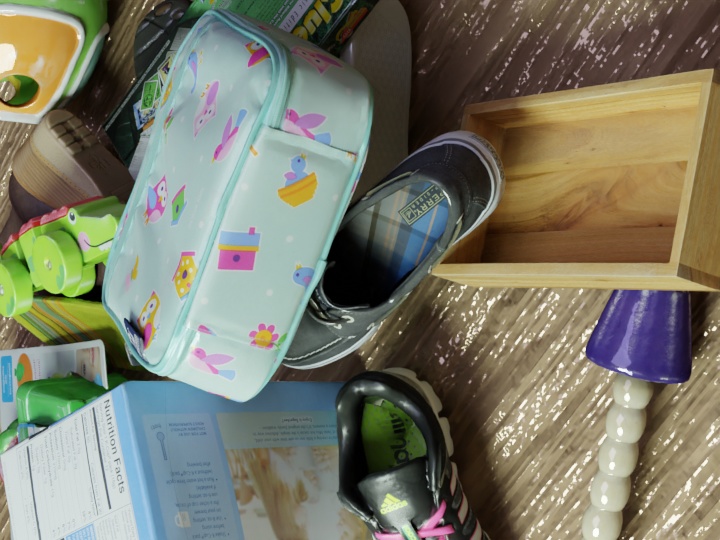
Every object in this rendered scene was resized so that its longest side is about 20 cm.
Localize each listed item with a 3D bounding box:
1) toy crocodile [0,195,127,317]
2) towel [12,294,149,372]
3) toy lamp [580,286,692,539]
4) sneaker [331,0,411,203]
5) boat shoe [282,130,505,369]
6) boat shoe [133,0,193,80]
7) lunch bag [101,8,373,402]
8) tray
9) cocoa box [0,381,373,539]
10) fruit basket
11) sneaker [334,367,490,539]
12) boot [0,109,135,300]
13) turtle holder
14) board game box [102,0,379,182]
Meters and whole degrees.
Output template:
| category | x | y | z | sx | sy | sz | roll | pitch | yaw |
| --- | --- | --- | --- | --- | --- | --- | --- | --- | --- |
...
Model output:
| category | x | y | z | sx | sy | sz | roll | pitch | yaw |
| --- | --- | --- | --- | --- | --- | --- | --- | --- | --- |
| toy crocodile | -0.197 | -0.015 | 1.065 | 0.199 | 0.067 | 0.062 | -20 | 90 | 52 |
| towel | -0.167 | 0.048 | 1.128 | 0.199 | 0.086 | 0.018 | 4 | 60 | 44 |
| toy lamp | 0.132 | 0.101 | 0.845 | 0.058 | 0.058 | 0.203 | 18 | 101 | 43 |
| sneaker | -0.025 | -0.068 | 1.005 | 0.099 | 0.070 | 0.203 | 4 | 88 | 48 |
| boat shoe | 0.000 | 0.000 | 0.893 | 0.200 | 0.066 | 0.070 | -38 | 90 | 37 |
| boat shoe | -0.094 | -0.079 | 1.067 | 0.075 | 0.074 | 0.203 | -13 | 79 | 31 |
| lunch bag | -0.078 | -0.038 | 0.903 | 0.160 | 0.076 | 0.202 | 40 | 110 | 57 |
| tray | 0.115 | -0.042 | 0.841 | 0.199 | 0.037 | 0.100 | 0 | 76 | 59 |
| cocoa box | -0.088 | 0.147 | 0.961 | 0.131 | 0.199 | 0.135 | -30 | 67 | 39 |
| fruit basket | -0.224 | 0.146 | 1.173 | 0.199 | 0.093 | 0.188 | -6 | 87 | 50 |
| sneaker | 0.030 | 0.141 | 0.911 | 0.073 | 0.087 | 0.202 | -24 | 68 | 14 |
| boot | -0.191 | 0.000 | 1.179 | 0.201 | 0.072 | 0.167 | 52 | 140 | 18 |
| turtle holder | -0.264 | -0.177 | 1.193 | 0.184 | 0.140 | 0.134 | 10 | 97 | 43 |
| board game box | -0.077 | -0.125 | 0.995 | 0.200 | 0.023 | 0.105 | -49 | 56 | 24 |
